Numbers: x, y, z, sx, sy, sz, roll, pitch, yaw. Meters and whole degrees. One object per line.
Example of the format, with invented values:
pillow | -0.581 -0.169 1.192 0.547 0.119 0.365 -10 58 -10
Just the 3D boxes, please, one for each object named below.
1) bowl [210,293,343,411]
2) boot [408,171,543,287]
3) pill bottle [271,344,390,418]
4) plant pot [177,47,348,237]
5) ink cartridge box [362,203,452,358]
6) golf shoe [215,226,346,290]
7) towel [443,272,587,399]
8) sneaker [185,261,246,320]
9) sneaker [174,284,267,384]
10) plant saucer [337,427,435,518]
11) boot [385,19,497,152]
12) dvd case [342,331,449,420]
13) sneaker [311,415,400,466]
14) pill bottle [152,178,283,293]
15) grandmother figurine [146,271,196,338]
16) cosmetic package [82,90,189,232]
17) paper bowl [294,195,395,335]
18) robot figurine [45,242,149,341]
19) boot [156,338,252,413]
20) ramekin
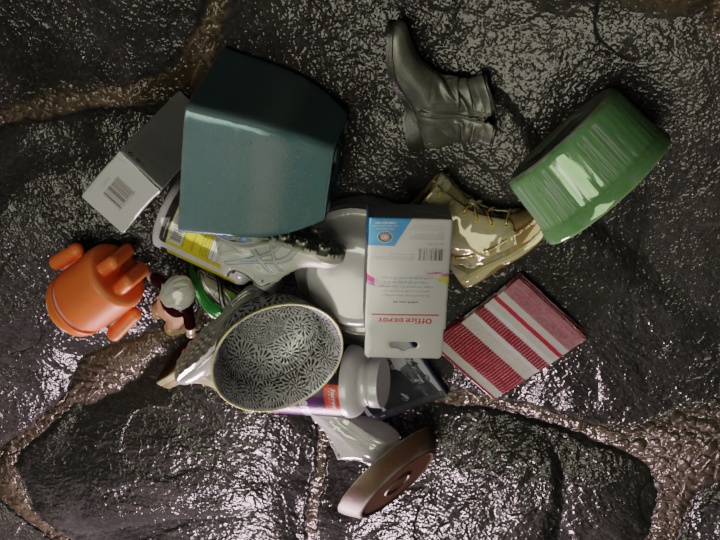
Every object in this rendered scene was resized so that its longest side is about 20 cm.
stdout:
bowl | -0.132 0.100 1.656 0.199 0.095 0.202 -12 130 -14
boot | 0.168 -0.082 1.571 0.156 0.073 0.199 46 127 -11
pill bottle | -0.059 0.169 1.754 0.198 0.113 0.113 1 122 18
plant pot | -0.126 -0.161 1.554 0.198 0.197 0.197 13 125 3
ink cartridge box | 0.061 0.015 1.546 0.114 0.068 0.202 2 110 -3
golf shoe | -0.112 -0.017 1.591 0.198 0.078 0.098 12 113 22
towel | 0.222 0.103 1.700 0.144 0.023 0.200 41 127 -12
sneaker | -0.203 0.044 1.784 0.085 0.078 0.200 -37 112 6
sneaker | -0.200 0.115 1.734 0.200 0.077 0.081 -40 122 8
plant saucer | 0.050 0.330 1.800 0.035 0.199 0.201 47 129 21
boot | 0.111 -0.249 1.493 0.129 0.068 0.201 -6 127 17
dvd case | 0.028 0.140 1.790 0.149 0.025 0.201 -23 111 30
sneaker | -0.034 0.260 1.829 0.199 0.075 0.089 31 119 22
pill bottle | -0.200 -0.048 1.692 0.198 0.115 0.115 25 126 2
grandmother figurine | -0.290 0.048 1.761 0.121 0.061 0.200 43 160 -3
cosmetic package | -0.296 -0.157 1.603 0.081 0.200 0.113 43 127 -10
paper bowl | 0.000 0.000 1.645 0.198 0.104 0.203 6 113 14
robot figurine | -0.428 0.035 1.824 0.199 0.118 0.143 -31 139 33
boot | -0.239 0.182 1.881 0.154 0.072 0.199 38 138 -19
ramekin | 0.281 -0.136 1.422 0.098 0.200 0.200 47 124 -5
